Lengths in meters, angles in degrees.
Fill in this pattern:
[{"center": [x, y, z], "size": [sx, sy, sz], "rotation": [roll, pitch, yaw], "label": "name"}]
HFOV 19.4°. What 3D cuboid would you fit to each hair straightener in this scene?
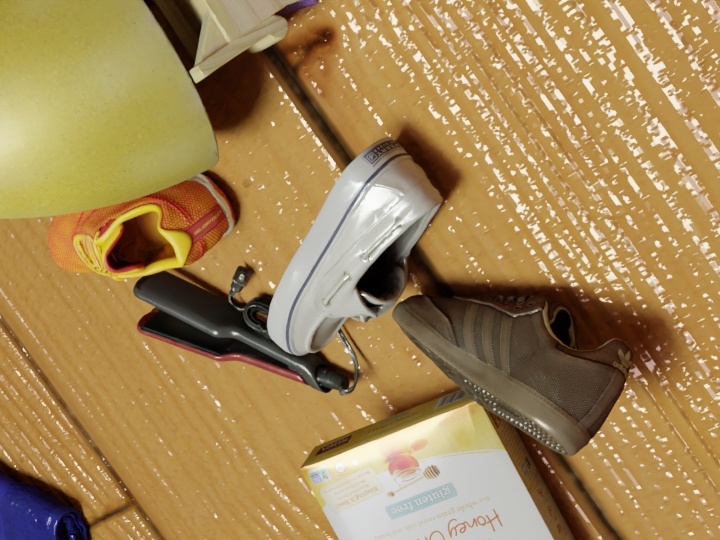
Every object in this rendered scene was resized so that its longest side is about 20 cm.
[{"center": [-0.082, 0.039, 1.499], "size": [0.200, 0.041, 0.077], "rotation": [23, 135, 32], "label": "hair straightener"}]

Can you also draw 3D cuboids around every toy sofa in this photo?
[{"center": [-0.116, -0.220, 1.307], "size": [0.200, 0.097, 0.083], "rotation": [57, 167, -7], "label": "toy sofa"}]

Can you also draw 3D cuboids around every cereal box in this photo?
[{"center": [0.068, 0.187, 1.424], "size": [0.144, 0.040, 0.200], "rotation": [-24, 103, 23], "label": "cereal box"}]

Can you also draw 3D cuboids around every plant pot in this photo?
[{"center": [-0.206, -0.113, 1.363], "size": [0.200, 0.142, 0.200], "rotation": [52, 167, 16], "label": "plant pot"}]

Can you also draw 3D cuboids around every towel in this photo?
[{"center": [-0.319, 0.237, 1.901], "size": [0.200, 0.049, 0.148], "rotation": [22, 127, 33], "label": "towel"}]

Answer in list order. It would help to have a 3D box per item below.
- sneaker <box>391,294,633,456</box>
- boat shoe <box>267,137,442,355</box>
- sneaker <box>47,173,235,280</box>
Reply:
[{"center": [0.098, 0.049, 1.314], "size": [0.070, 0.076, 0.200], "rotation": [48, 172, -37], "label": "sneaker"}, {"center": [0.000, 0.000, 1.366], "size": [0.066, 0.072, 0.200], "rotation": [45, 134, 16], "label": "boat shoe"}, {"center": [-0.175, -0.028, 1.512], "size": [0.200, 0.077, 0.073], "rotation": [-12, 112, 51], "label": "sneaker"}]
